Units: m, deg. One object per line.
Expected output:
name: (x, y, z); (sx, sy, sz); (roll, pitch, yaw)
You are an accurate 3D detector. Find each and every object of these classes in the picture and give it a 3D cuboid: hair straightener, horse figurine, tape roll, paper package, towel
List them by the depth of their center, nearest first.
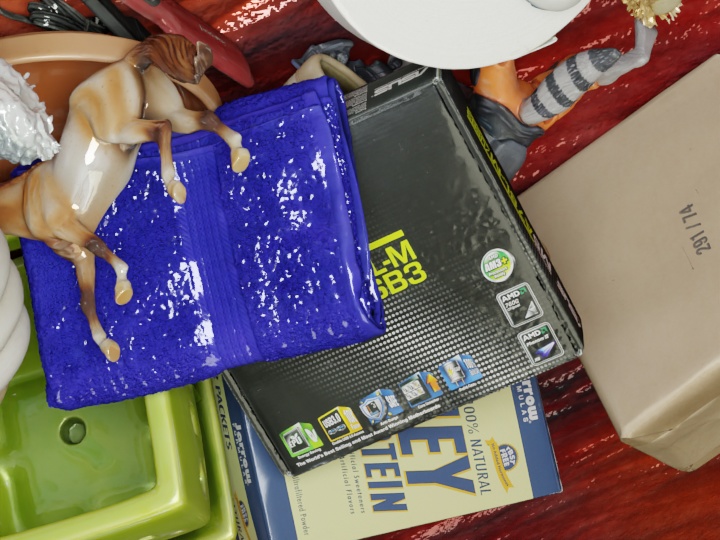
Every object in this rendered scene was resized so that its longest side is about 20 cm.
tape roll: (0.054, -0.207, 1.556); (0.202, 0.037, 0.204); (-8, 110, -23)
horse figurine: (-0.134, -0.052, 1.558); (0.050, 0.133, 0.200); (11, 119, -47)
towel: (-0.093, -0.014, 1.601); (0.199, 0.149, 0.050); (-15, 167, 16)
hair straightener: (-0.140, -0.127, 1.629); (0.077, 0.041, 0.200); (-35, 151, 16)
paper package: (0.221, -0.002, 1.889); (0.190, 0.201, 0.103); (-35, 146, 14)

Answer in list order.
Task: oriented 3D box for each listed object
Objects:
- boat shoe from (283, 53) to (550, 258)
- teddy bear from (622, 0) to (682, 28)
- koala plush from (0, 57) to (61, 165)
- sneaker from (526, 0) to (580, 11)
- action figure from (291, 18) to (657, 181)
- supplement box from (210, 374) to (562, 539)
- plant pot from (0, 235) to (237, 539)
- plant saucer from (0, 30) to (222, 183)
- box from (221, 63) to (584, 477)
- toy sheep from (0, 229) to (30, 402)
boat shoe: (0.037, -0.053, 1.709); (0.200, 0.072, 0.065); (34, 121, -13)
teddy bear: (0.114, -0.202, 1.654); (0.199, 0.067, 0.146); (-7, 124, -20)
koala plush: (-0.236, -0.117, 1.440); (0.176, 0.201, 0.184); (-12, 145, -18)
sneaker: (0.111, -0.230, 1.514); (0.071, 0.072, 0.201); (-1, 108, -26)
action figure: (0.061, -0.095, 1.753); (0.199, 0.105, 0.194); (14, 123, -44)
supplement box: (-0.007, 0.101, 1.871); (0.199, 0.135, 0.200); (-12, 177, -20)
plant pot: (-0.184, 0.087, 1.733); (0.198, 0.201, 0.181); (-16, 162, 11)
plant saucer: (-0.176, -0.079, 1.650); (0.199, 0.032, 0.201); (-6, 152, -3)
box: (0.000, 0.000, 1.674); (0.199, 0.048, 0.194); (-23, 117, 13)
toy sheep: (-0.244, 0.010, 1.526); (0.137, 0.138, 0.200); (-28, 131, 6)
